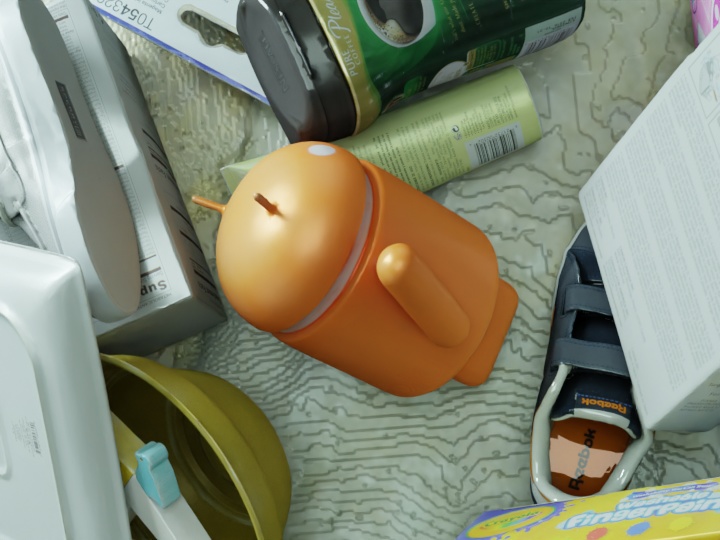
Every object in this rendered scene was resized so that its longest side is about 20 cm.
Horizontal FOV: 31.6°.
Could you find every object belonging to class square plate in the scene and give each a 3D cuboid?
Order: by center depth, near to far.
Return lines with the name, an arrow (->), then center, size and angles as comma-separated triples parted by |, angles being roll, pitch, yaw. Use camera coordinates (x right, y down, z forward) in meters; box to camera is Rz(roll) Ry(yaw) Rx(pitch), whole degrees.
square plate -> -0.205, 0.078, 0.711 | 0.197, 0.028, 0.202 | 11, 115, 42

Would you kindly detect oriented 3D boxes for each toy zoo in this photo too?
toy zoo -> -0.150, 0.150, 0.732 | 0.131, 0.200, 0.020 | 48, 44, 11

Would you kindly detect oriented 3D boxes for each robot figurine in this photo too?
robot figurine -> 0.001, 0.000, 0.737 | 0.117, 0.199, 0.145 | -46, 34, 27

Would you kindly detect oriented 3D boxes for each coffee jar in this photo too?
coffee jar -> 0.028, -0.153, 0.766 | 0.198, 0.085, 0.105 | -25, 85, -11

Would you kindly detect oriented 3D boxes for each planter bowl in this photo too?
planter bowl -> -0.101, 0.123, 0.749 | 0.201, 0.201, 0.083 | 49, 45, 10

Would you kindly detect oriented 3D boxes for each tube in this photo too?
tube -> 0.015, -0.070, 0.806 | 0.198, 0.052, 0.059 | -24, 75, 1

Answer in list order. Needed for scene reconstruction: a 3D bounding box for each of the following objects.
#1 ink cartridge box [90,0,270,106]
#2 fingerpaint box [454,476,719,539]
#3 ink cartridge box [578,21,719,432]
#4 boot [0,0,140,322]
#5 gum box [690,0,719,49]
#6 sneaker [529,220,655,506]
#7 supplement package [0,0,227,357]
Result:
ink cartridge box -> -0.058, -0.216, 0.840 | 0.195, 0.043, 0.201 | 29, 86, 7
fingerpaint box -> 0.156, 0.204, 0.668 | 0.199, 0.073, 0.169 | -17, 98, 39
ink cartridge box -> 0.195, -0.030, 0.668 | 0.047, 0.200, 0.162 | 4, 57, -22
boot -> -0.194, -0.052, 0.708 | 0.095, 0.074, 0.202 | -24, 75, 11
gum box -> 0.240, -0.138, 0.726 | 0.065, 0.200, 0.115 | -7, 88, 3
sneaker -> 0.147, 0.057, 0.762 | 0.077, 0.079, 0.203 | 9, 80, 7
supplement package -> -0.175, -0.046, 0.789 | 0.113, 0.110, 0.202 | -22, 80, 1
